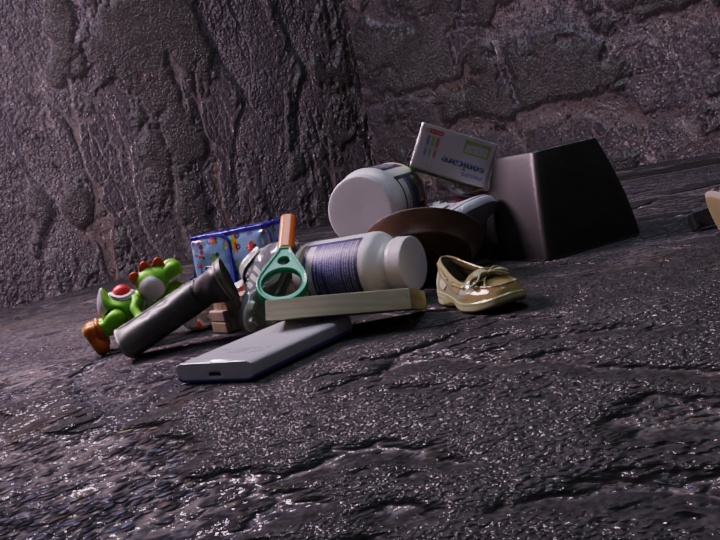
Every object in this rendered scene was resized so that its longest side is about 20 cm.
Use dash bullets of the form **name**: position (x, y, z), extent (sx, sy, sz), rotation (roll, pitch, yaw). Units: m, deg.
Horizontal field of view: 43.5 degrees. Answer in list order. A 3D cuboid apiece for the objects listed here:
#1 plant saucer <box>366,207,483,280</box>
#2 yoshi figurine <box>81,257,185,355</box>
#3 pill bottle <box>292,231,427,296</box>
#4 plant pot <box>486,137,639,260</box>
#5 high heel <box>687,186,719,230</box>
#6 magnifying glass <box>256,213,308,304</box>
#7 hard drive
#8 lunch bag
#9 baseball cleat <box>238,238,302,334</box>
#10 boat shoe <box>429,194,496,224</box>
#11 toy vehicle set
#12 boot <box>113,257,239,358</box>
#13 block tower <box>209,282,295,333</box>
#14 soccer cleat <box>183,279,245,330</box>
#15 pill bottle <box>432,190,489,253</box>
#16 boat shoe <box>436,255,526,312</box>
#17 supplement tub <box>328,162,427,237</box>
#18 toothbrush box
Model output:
- **plant saucer**: position (0.103, -0.035, 1.470), extent (0.197, 0.035, 0.201), rotation (-1, -31, 0)
- **yoshi figurine**: position (-0.372, 0.070, 1.547), extent (0.200, 0.112, 0.112), rotation (-41, -28, -9)
- **pill bottle**: position (0.000, 0.000, 1.403), extent (0.198, 0.113, 0.111), rotation (-8, 8, 35)
- **plant pot**: position (0.334, -0.127, 1.574), extent (0.198, 0.180, 0.199), rotation (-16, 7, -22)
- **high heel**: position (0.589, -0.106, 1.348), extent (0.141, 0.072, 0.200), rotation (-19, -3, 0)
- **magnifying glass**: position (-0.118, -0.018, 1.396), extent (0.078, 0.023, 0.201), rotation (-4, 41, 3)
- **hard drive**: position (-0.119, 0.100, 1.153), extent (0.131, 0.026, 0.199), rotation (-7, 8, 37)
- **lunch bag**: position (-0.233, -0.004, 1.700), extent (0.197, 0.153, 0.094), rotation (-10, 7, 21)
- **baseball cleat**: position (-0.160, 0.029, 1.432), extent (0.105, 0.070, 0.201), rotation (-10, 34, 34)
- **boat shoe**: position (0.141, -0.091, 1.562), extent (0.198, 0.067, 0.074), rotation (-27, -30, -17)
- **toy vehicle set**: position (-0.017, 0.047, 1.222), extent (0.197, 0.027, 0.124), rotation (-5, -4, 15)
- **boot**: position (-0.284, 0.060, 1.377), extent (0.198, 0.073, 0.182), rotation (-26, -2, -9)
- **block tower**: position (-0.153, 0.052, 1.512), extent (0.198, 0.055, 0.058), rotation (-18, 9, -35)
- **soccer cleat**: position (-0.221, 0.054, 1.580), extent (0.198, 0.070, 0.077), rotation (-18, 5, -19)
- **pill bottle**: position (0.187, -0.080, 1.706), extent (0.118, 0.121, 0.199), rotation (-7, 8, 37)
- **boat shoe**: position (0.153, 0.014, 1.201), extent (0.072, 0.064, 0.200), rotation (-14, 6, -14)
- **supplement tub**: position (0.033, -0.120, 1.652), extent (0.139, 0.142, 0.200), rotation (-9, 7, 22)
- **toothbrush box**: position (0.172, -0.213, 1.701), extent (0.144, 0.087, 0.200), rotation (17, 6, 3)
